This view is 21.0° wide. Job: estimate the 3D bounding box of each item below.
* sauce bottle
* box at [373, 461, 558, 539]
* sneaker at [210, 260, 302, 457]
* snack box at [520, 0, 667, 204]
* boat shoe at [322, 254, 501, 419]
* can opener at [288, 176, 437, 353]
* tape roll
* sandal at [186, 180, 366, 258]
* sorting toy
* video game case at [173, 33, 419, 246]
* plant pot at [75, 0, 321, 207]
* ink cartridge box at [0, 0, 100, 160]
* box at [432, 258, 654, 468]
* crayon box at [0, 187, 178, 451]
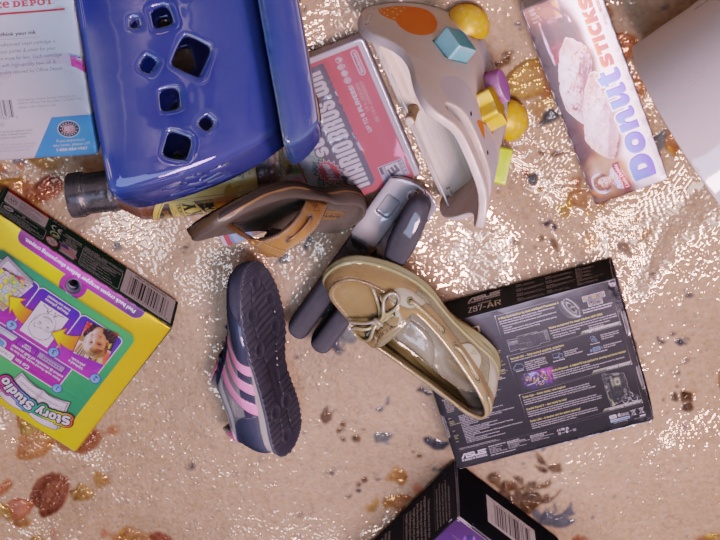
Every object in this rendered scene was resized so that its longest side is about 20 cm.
[{"bbox_3d":[-0.166,-0.080,1.749,0.198,0.065,0.065,-7,117,7],"label":"sauce bottle"},{"bbox_3d":[0.084,0.317,1.937,0.147,0.105,0.200,36,112,-16],"label":"box"},{"bbox_3d":[-0.114,0.083,1.846,0.081,0.070,0.202,8,117,32],"label":"sneaker"},{"bbox_3d":[0.209,-0.160,1.738,0.071,0.024,0.201,-20,114,10],"label":"snack box"},{"bbox_3d":[0.047,0.061,1.772,0.200,0.063,0.073,40,125,-23],"label":"boat shoe"},{"bbox_3d":[0.000,0.000,1.798,0.053,0.067,0.201,32,114,-10],"label":"can opener"},{"bbox_3d":[0.342,-0.142,1.646,0.139,0.203,0.203,-33,112,17],"label":"tape roll"},{"bbox_3d":[-0.065,-0.038,1.716,0.081,0.199,0.055,-32,71,35],"label":"sandal"},{"bbox_3d":[0.082,-0.125,1.673,0.106,0.181,0.201,-21,115,12],"label":"sorting toy"},{"bbox_3d":[-0.062,-0.117,1.771,0.198,0.017,0.144,-20,115,11],"label":"video game case"},{"bbox_3d":[-0.129,-0.168,1.622,0.178,0.200,0.202,-10,88,-1],"label":"plant pot"},{"bbox_3d":[-0.294,-0.203,1.706,0.114,0.068,0.202,-3,117,3],"label":"ink cartridge box"},{"bbox_3d":[0.165,0.091,1.855,0.198,0.044,0.161,-16,115,9],"label":"box"},{"bbox_3d":[-0.302,0.049,1.839,0.199,0.058,0.173,34,114,-14],"label":"crayon box"}]
